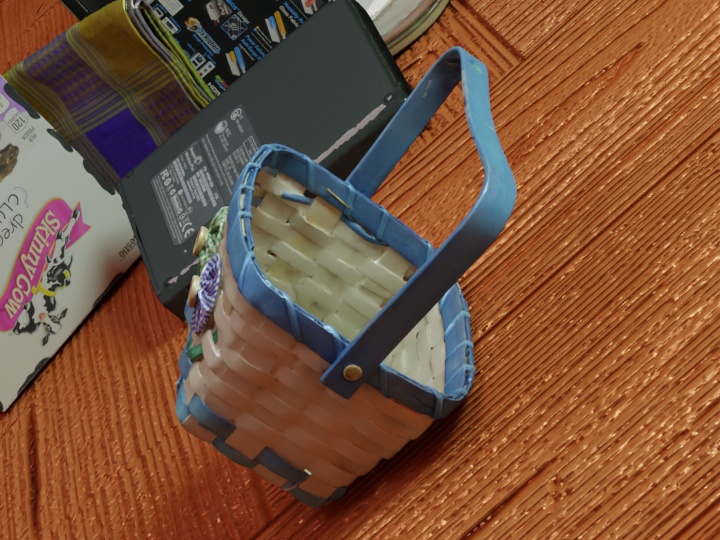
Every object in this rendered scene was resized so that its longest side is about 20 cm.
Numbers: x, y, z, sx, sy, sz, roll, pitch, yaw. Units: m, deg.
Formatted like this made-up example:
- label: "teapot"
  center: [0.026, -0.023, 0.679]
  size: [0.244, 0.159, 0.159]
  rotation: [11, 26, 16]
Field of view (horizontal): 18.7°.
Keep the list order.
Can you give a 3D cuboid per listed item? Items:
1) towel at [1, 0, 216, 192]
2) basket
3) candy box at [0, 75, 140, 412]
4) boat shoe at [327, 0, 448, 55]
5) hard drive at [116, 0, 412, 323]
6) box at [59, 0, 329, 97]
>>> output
- label: "towel"
  center: [-0.167, -0.107, 1.522]
  size: [0.200, 0.144, 0.023]
  rotation: [-19, 24, 49]
- label: "basket"
  center: [0.000, 0.000, 1.041]
  size: [0.200, 0.139, 0.176]
  rotation: [-47, 19, 19]
- label: "candy box"
  center: [-0.266, -0.032, 1.480]
  size: [0.168, 0.200, 0.072]
  rotation: [-51, 23, -16]
- label: "boat shoe"
  center: [0.037, -0.218, 1.446]
  size: [0.200, 0.068, 0.075]
  rotation: [-46, 47, -3]
- label: "hard drive"
  center: [-0.059, -0.075, 1.381]
  size: [0.200, 0.033, 0.140]
  rotation: [-40, 38, 11]
- label: "box"
  center: [-0.095, -0.212, 1.512]
  size: [0.198, 0.200, 0.050]
  rotation: [-40, 16, 10]
